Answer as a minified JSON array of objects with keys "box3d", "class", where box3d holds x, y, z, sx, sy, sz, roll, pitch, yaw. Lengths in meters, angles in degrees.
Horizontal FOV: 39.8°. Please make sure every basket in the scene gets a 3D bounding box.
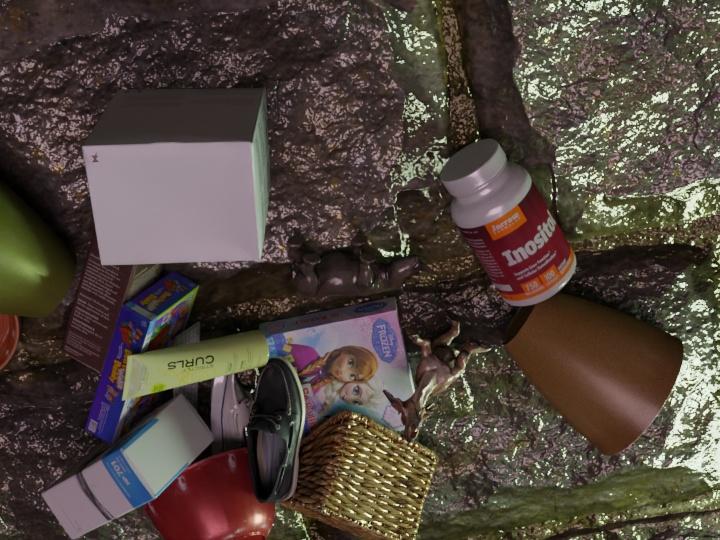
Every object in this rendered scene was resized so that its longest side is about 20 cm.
[{"box3d":[-0.008,0.302,1.456,0.199,0.151,0.142,29,158,-31],"class":"basket"}]

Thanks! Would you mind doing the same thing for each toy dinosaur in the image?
[{"box3d":[0.101,0.144,1.368,0.085,0.199,0.137,32,117,22],"class":"toy dinosaur"}]

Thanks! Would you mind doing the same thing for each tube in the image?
[{"box3d":[-0.216,0.122,1.304,0.198,0.052,0.059,-10,91,-34],"class":"tube"}]

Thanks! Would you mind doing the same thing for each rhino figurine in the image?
[{"box3d":[0.000,0.000,1.327,0.197,0.060,0.088,1,137,-3],"class":"rhino figurine"}]

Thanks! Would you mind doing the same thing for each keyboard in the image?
[{"box3d":[-0.248,0.170,1.413,0.011,0.056,0.202,16,118,17],"class":"keyboard"}]

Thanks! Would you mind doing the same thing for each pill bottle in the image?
[{"box3d":[0.186,-0.062,1.272,0.112,0.113,0.201,-30,115,13],"class":"pill bottle"}]

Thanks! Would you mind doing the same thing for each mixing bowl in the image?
[{"box3d":[-0.199,0.351,1.421,0.198,0.109,0.201,-21,151,-12],"class":"mixing bowl"}]

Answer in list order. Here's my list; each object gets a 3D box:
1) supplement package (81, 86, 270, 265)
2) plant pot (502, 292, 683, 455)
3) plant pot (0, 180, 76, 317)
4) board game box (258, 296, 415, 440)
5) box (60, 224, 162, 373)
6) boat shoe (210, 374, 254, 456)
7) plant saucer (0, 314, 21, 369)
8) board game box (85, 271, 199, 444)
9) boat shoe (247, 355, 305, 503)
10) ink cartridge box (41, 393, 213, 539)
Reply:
[{"box3d":[-0.207,-0.118,1.182,0.188,0.201,0.149,-1,118,0],"class":"supplement package"},{"box3d":[0.299,0.117,1.346,0.199,0.187,0.187,32,113,-3],"class":"plant pot"},{"box3d":[-0.467,-0.026,1.251,0.199,0.188,0.187,32,113,-34],"class":"plant pot"},{"box3d":[-0.026,0.150,1.416,0.197,0.041,0.202,-12,117,4],"class":"board game box"},{"box3d":[-0.317,0.022,1.299,0.074,0.100,0.202,27,115,6],"class":"box"},{"box3d":[-0.181,0.198,1.421,0.065,0.072,0.202,1,118,-7],"class":"boat shoe"},{"box3d":[-0.563,0.063,1.360,0.197,0.032,0.203,-1,117,-2],"class":"plant saucer"},{"box3d":[-0.292,0.115,1.334,0.044,0.134,0.202,26,116,9],"class":"board game box"},{"box3d":[-0.124,0.221,1.355,0.074,0.066,0.202,9,98,27],"class":"boat shoe"},{"box3d":[-0.321,0.272,1.373,0.199,0.146,0.086,-30,98,34],"class":"ink cartridge box"}]
